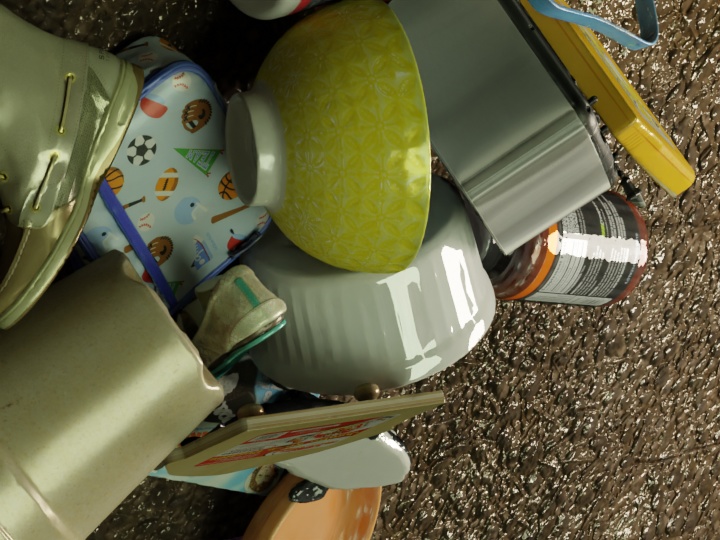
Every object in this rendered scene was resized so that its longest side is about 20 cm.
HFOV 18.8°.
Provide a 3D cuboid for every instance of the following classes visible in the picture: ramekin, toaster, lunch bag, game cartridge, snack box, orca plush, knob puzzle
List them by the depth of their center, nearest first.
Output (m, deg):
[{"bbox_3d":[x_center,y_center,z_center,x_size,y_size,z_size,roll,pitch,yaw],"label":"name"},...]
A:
[{"bbox_3d":[-0.155,-0.059,1.596,0.160,0.075,0.201,-40,135,-14],"label":"lunch bag"},{"bbox_3d":[-0.062,0.118,1.623,0.219,0.219,0.031,-4,75,-42],"label":"knob puzzle"},{"bbox_3d":[0.105,-0.119,1.625,0.118,0.201,0.181,-34,162,4],"label":"toaster"},{"bbox_3d":[0.000,0.000,1.690,0.200,0.200,0.098,-29,124,-27],"label":"ramekin"},{"bbox_3d":[0.192,-0.155,1.749,0.032,0.177,0.200,-36,159,9],"label":"game cartridge"},{"bbox_3d":[-0.125,0.113,1.756,0.199,0.037,0.117,16,104,-47],"label":"snack box"},{"bbox_3d":[-0.053,0.131,1.766,0.198,0.071,0.106,-2,132,-25],"label":"orca plush"}]

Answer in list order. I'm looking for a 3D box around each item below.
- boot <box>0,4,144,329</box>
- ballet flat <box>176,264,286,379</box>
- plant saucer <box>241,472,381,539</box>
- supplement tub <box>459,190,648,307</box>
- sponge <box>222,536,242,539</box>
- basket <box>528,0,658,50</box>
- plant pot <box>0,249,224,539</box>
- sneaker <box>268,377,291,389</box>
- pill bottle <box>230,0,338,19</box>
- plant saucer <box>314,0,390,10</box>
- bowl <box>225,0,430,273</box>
[{"bbox_3d":[-0.249,-0.077,1.449,0.154,0.072,0.201,27,83,-21],"label":"boot"},{"bbox_3d":[-0.103,0.039,1.616,0.067,0.063,0.200,-35,178,-26],"label":"ballet flat"},{"bbox_3d":[-0.052,0.238,1.870,0.200,0.037,0.201,-45,150,-35],"label":"plant saucer"},{"bbox_3d":[0.151,-0.026,1.879,0.199,0.107,0.108,6,111,-44],"label":"supplement tub"},{"bbox_3d":[-0.176,0.289,1.824,0.199,0.030,0.112,-4,118,-43],"label":"sponge"},{"bbox_3d":[0.167,-0.278,1.665,0.176,0.138,0.202,11,73,-54],"label":"basket"},{"bbox_3d":[-0.203,0.091,1.525,0.183,0.201,0.201,-36,136,-6],"label":"plant pot"},{"bbox_3d":[0.000,0.045,1.787,0.199,0.076,0.076,-19,94,-42],"label":"sneaker"},{"bbox_3d":[-0.005,-0.260,1.576,0.199,0.119,0.120,-21,128,-34],"label":"pill bottle"},{"bbox_3d":[0.062,-0.183,1.749,0.199,0.037,0.201,-32,133,-24],"label":"plant saucer"},{"bbox_3d":[-0.034,-0.091,1.542,0.107,0.200,0.202,-7,121,-19],"label":"bowl"}]
